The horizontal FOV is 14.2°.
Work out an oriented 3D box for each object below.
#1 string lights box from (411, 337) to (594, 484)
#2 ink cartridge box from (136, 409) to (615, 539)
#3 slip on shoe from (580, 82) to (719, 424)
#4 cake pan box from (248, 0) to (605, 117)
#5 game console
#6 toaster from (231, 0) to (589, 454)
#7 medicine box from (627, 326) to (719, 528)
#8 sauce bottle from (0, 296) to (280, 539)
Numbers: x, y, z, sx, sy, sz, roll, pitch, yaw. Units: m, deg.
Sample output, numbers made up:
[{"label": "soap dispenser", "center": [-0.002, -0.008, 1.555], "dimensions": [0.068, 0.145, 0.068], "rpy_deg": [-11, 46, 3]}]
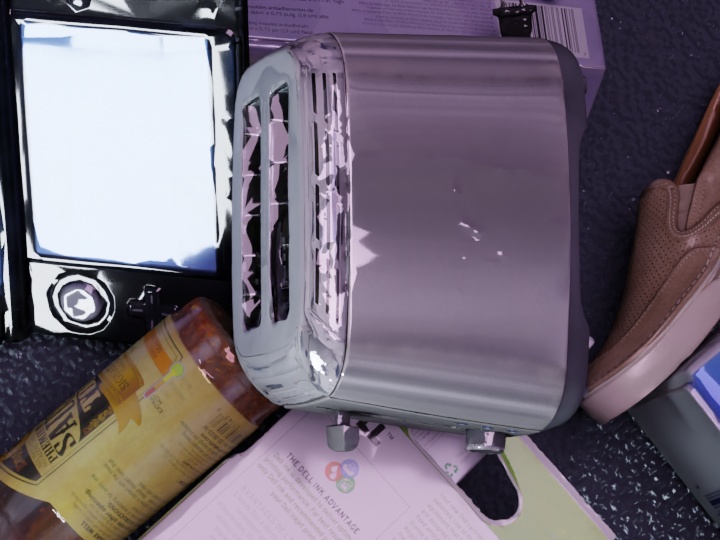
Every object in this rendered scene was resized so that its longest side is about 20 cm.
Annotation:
[{"label": "string lights box", "center": [0.000, 0.000, 1.337], "dimensions": [0.103, 0.059, 0.200], "rpy_deg": [-43, 89, -17]}, {"label": "ink cartridge box", "center": [-0.009, 0.137, 1.288], "dimensions": [0.200, 0.076, 0.148], "rpy_deg": [-42, 89, -12]}, {"label": "slip on shoe", "center": [0.152, -0.015, 1.361], "dimensions": [0.061, 0.076, 0.200], "rpy_deg": [41, 69, -5]}, {"label": "cake pan box", "center": [0.012, -0.152, 1.340], "dimensions": [0.199, 0.052, 0.185], "rpy_deg": [2, 52, -12]}, {"label": "game console", "center": [-0.142, -0.038, 1.233], "dimensions": [0.175, 0.117, 0.201], "rpy_deg": [6, 119, 12]}, {"label": "toaster", "center": [0.020, -0.024, 1.211], "dimensions": [0.128, 0.114, 0.201], "rpy_deg": [3, 84, -22]}, {"label": "medicine box", "center": [0.262, 0.068, 1.354], "dimensions": [0.200, 0.103, 0.182], "rpy_deg": [-38, 88, -16]}, {"label": "sauce bottle", "center": [-0.125, 0.095, 1.262], "dimensions": [0.200, 0.066, 0.066], "rpy_deg": [-40, 88, 3]}]
